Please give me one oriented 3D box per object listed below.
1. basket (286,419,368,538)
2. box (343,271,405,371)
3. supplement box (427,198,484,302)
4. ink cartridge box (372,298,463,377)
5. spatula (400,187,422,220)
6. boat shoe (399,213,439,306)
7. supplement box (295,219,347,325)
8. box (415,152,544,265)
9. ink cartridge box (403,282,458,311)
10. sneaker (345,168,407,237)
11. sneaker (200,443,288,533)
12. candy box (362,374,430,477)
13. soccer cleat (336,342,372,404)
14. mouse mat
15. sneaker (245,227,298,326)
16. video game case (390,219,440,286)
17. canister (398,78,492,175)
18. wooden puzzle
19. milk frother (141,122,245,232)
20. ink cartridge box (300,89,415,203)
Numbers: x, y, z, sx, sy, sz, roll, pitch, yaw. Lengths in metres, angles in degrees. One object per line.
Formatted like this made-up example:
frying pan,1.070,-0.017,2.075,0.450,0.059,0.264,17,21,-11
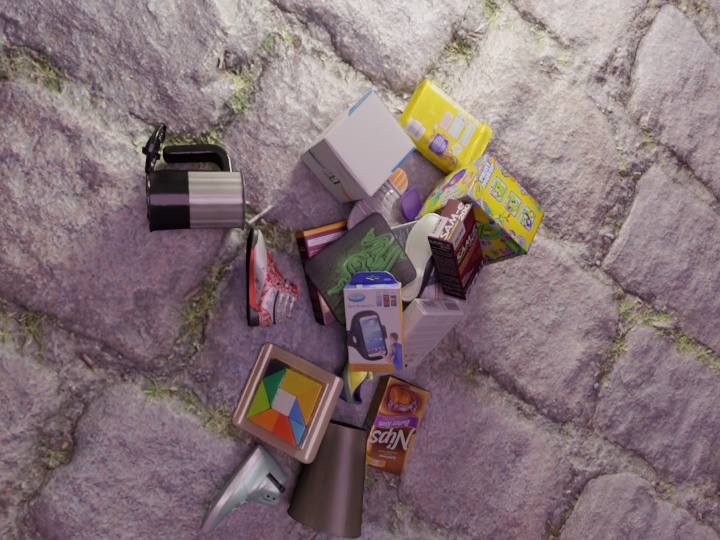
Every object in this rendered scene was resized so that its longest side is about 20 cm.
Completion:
basket,-0.056,0.435,1.164,0.135,0.176,0.207,28,72,-55
box,0.029,0.106,1.106,0.115,0.042,0.207,-2,107,11
supplement box,0.207,-0.039,1.154,0.110,0.059,0.202,-57,144,-25
ink cartridge box,0.119,0.148,1.203,0.158,0.051,0.201,4,133,-48
spatula,0.152,-0.095,1.285,0.056,0.020,0.204,-34,103,-19
boat shoe,0.130,-0.022,1.166,0.072,0.060,0.206,13,75,20
supplement box,-0.062,0.004,1.179,0.107,0.085,0.207,-15,96,-19
box,0.264,-0.123,1.218,0.191,0.199,0.124,39,66,-16
ink cartridge box,0.129,0.035,1.256,0.193,0.066,0.120,2,90,-19
sneaker,0.019,-0.137,1.185,0.078,0.111,0.200,51,60,-15
sneaker,-0.236,0.484,1.134,0.118,0.074,0.202,42,76,-9
candy box,0.072,0.354,1.252,0.114,0.056,0.206,22,85,-19
soccer cleat,0.003,0.195,1.190,0.064,0.082,0.206,-6,115,-61
mouse mat,0.000,0.000,1.115,0.197,0.008,0.163,-34,100,5
sneaker,-0.186,0.014,1.147,0.104,0.067,0.209,-1,95,-20
video game case,0.081,-0.022,1.185,0.194,0.019,0.148,-15,96,-23
canister,0.191,-0.323,1.260,0.197,0.086,0.151,33,81,-15
wooden puzzle,-0.155,0.276,1.141,0.195,0.037,0.190,22,84,10
milk frother,-0.312,-0.171,1.029,0.182,0.199,0.188,-3,89,-19
ink cartridge box,-0.011,-0.247,1.130,0.148,0.199,0.145,-46,106,-12
